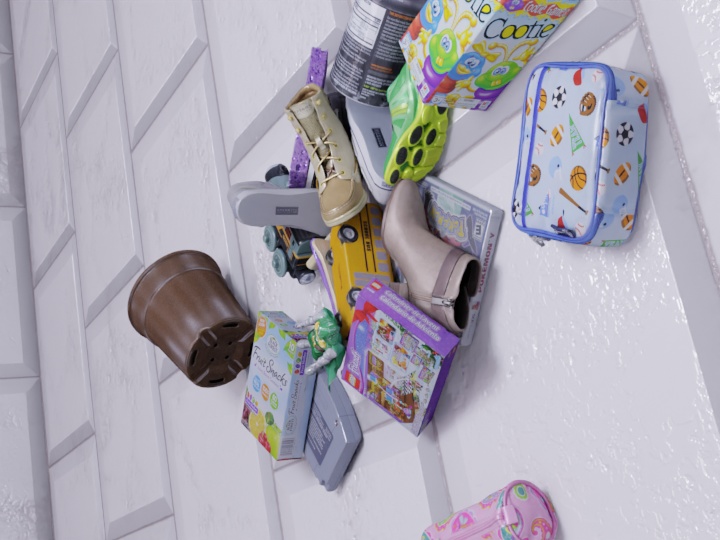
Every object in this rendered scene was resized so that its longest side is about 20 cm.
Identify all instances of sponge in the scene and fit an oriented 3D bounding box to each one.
[{"bbox_3d":[-0.081,-0.228,1.509,0.112,0.029,0.203,112,168,-76],"label":"sponge"}]

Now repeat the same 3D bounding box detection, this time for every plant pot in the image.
[{"bbox_3d":[-0.298,0.099,1.799,0.198,0.198,0.202,43,125,40],"label":"plant pot"}]

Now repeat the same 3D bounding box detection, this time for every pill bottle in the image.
[{"bbox_3d":[0.036,-0.335,1.338,0.107,0.105,0.202,55,133,42],"label":"pill bottle"}]

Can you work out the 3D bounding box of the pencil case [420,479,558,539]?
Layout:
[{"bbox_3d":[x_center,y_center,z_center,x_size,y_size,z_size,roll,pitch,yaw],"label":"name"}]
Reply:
[{"bbox_3d":[0.147,0.321,1.175,0.200,0.087,0.088,-43,55,48],"label":"pencil case"}]

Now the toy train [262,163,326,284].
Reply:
[{"bbox_3d":[-0.112,-0.078,1.578,0.201,0.084,0.114,65,147,30],"label":"toy train"}]

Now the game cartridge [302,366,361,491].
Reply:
[{"bbox_3d":[-0.064,0.231,1.555,0.201,0.040,0.134,57,138,41],"label":"game cartridge"}]

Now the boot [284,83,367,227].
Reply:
[{"bbox_3d":[-0.050,-0.165,1.370,0.072,0.156,0.201,-20,30,16],"label":"boot"}]

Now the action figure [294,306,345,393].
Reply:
[{"bbox_3d":[-0.055,0.099,1.354,0.200,0.054,0.119,119,133,-71],"label":"action figure"}]

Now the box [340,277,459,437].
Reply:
[{"bbox_3d":[0.047,0.116,1.267,0.136,0.039,0.201,36,145,18],"label":"box"}]

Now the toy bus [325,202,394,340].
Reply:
[{"bbox_3d":[0.000,0.000,1.378,0.065,0.077,0.202,120,149,-48],"label":"toy bus"}]

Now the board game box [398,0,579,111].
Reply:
[{"bbox_3d":[0.149,-0.296,1.159,0.200,0.104,0.104,-49,51,47],"label":"board game box"}]

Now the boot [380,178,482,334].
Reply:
[{"bbox_3d":[0.094,-0.015,1.247,0.145,0.070,0.203,7,97,52],"label":"boot"}]

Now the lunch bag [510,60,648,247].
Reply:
[{"bbox_3d":[0.230,-0.123,1.060,0.160,0.075,0.203,22,107,58],"label":"lunch bag"}]

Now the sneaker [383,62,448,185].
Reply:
[{"bbox_3d":[0.074,-0.210,1.311,0.083,0.073,0.202,25,100,57],"label":"sneaker"}]

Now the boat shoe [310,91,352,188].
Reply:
[{"bbox_3d":[-0.052,-0.187,1.514,0.073,0.062,0.202,51,132,42],"label":"boat shoe"}]

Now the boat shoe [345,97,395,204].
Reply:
[{"bbox_3d":[0.015,-0.185,1.399,0.066,0.073,0.202,110,156,-53],"label":"boat shoe"}]

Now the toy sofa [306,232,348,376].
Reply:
[{"bbox_3d":[-0.025,0.050,1.437,0.083,0.097,0.202,-49,51,45],"label":"toy sofa"}]

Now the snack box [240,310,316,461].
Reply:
[{"bbox_3d":[-0.131,0.184,1.582,0.142,0.052,0.203,31,115,52],"label":"snack box"}]

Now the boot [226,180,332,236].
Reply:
[{"bbox_3d":[-0.103,-0.104,1.485,0.096,0.197,0.074,-129,49,-61],"label":"boot"}]

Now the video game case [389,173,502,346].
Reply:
[{"bbox_3d":[0.103,-0.023,1.305,0.200,0.023,0.185,34,118,52],"label":"video game case"}]
